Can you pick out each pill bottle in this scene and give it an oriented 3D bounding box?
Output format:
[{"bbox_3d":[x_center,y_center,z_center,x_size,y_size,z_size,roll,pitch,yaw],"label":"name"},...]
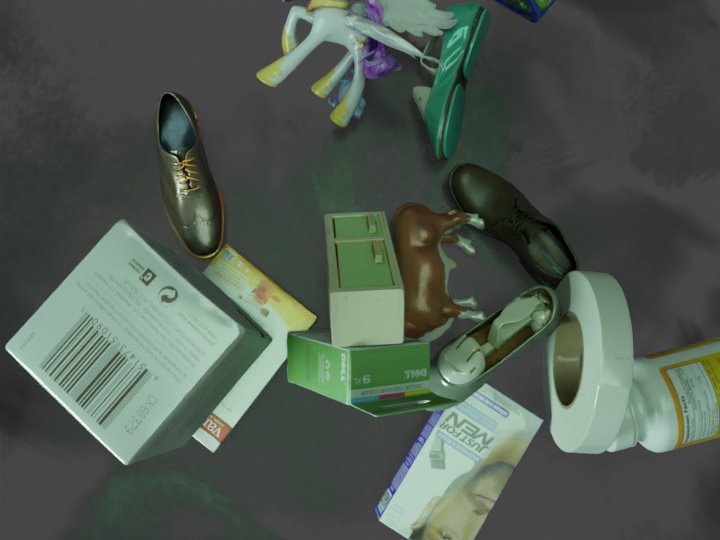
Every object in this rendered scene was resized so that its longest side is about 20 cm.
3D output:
[{"bbox_3d":[0.375,0.148,0.925,0.198,0.111,0.112,-14,86,-4],"label":"pill bottle"}]

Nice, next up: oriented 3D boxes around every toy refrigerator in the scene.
[{"bbox_3d":[0.000,0.000,0.866,0.075,0.201,0.071,-3,116,-3],"label":"toy refrigerator"}]

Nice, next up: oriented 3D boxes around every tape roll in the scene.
[{"bbox_3d":[0.248,0.101,0.875,0.037,0.203,0.206,5,85,-3],"label":"tape roll"}]

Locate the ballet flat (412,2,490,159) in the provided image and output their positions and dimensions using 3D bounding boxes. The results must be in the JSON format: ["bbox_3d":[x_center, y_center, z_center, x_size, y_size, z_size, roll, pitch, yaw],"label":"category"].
[{"bbox_3d":[0.103,-0.234,0.969,0.070,0.067,0.202,14,84,22],"label":"ballet flat"}]

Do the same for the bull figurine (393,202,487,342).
[{"bbox_3d":[0.086,0.019,0.941,0.120,0.065,0.203,0,90,-10],"label":"bull figurine"}]

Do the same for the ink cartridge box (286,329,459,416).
[{"bbox_3d":[0.008,0.103,0.849,0.103,0.199,0.060,-1,94,-30],"label":"ink cartridge box"}]

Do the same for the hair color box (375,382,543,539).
[{"bbox_3d":[0.115,0.230,0.927,0.109,0.065,0.201,32,86,-1],"label":"hair color box"}]

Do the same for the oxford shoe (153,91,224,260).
[{"bbox_3d":[-0.209,-0.112,0.928,0.070,0.073,0.202,-16,87,-5],"label":"oxford shoe"}]

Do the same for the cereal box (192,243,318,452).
[{"bbox_3d":[-0.165,0.091,0.932,0.143,0.040,0.201,37,84,1],"label":"cereal box"}]

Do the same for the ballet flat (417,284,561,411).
[{"bbox_3d":[0.141,0.082,0.886,0.199,0.064,0.068,-34,59,-7],"label":"ballet flat"}]

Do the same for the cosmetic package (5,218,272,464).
[{"bbox_3d":[-0.213,0.076,0.812,0.165,0.200,0.165,41,86,5],"label":"cosmetic package"}]

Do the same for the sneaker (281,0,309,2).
[{"bbox_3d":[-0.091,-0.380,0.957,0.199,0.080,0.089,33,92,-1],"label":"sneaker"}]

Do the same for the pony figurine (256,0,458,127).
[{"bbox_3d":[0.000,-0.271,0.901,0.192,0.167,0.201,28,124,-11],"label":"pony figurine"}]

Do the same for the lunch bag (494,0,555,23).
[{"bbox_3d":[0.195,-0.432,0.958,0.200,0.127,0.171,41,82,-13],"label":"lunch bag"}]

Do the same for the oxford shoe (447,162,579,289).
[{"bbox_3d":[0.190,-0.062,0.944,0.200,0.084,0.073,40,86,2],"label":"oxford shoe"}]
